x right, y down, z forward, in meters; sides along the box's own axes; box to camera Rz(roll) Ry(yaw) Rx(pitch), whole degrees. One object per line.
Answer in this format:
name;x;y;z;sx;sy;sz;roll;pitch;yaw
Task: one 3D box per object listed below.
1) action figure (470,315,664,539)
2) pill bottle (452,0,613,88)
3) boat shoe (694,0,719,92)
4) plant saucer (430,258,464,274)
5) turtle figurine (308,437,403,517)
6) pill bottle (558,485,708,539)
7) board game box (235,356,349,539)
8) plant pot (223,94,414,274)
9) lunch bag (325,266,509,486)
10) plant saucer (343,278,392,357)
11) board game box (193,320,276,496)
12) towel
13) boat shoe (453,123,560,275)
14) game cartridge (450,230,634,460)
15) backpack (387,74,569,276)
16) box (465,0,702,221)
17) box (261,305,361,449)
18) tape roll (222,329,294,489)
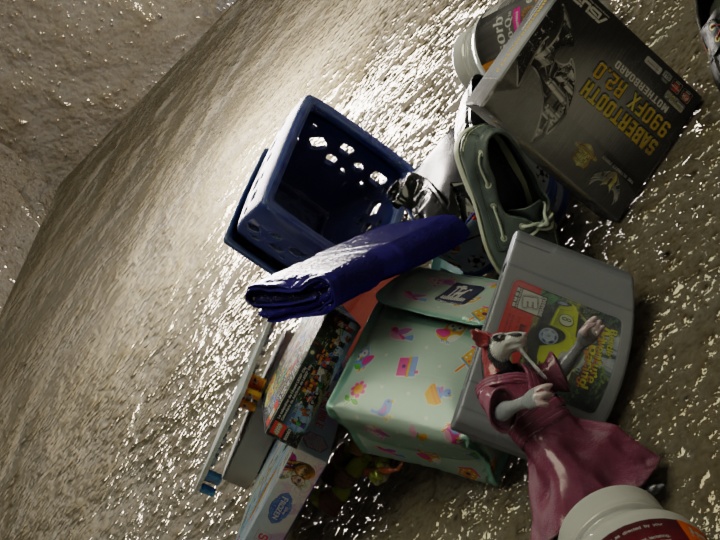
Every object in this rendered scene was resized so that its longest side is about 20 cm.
action figure;0.153;0.130;1.010;0.200;0.134;0.149;51;131;22
pill bottle;0.212;-0.291;1.524;0.200;0.116;0.117;-18;41;54
boat shoe;0.375;-0.240;1.221;0.074;0.063;0.202;-33;32;35
plant saucer;0.106;0.010;1.439;0.070;0.019;0.201;-33;31;41
turtle figurine;0.005;0.184;1.334;0.162;0.064;0.201;-51;31;25
pill bottle;0.206;0.237;0.822;0.113;0.113;0.200;-49;25;12
board game box;-0.077;0.216;1.343;0.201;0.041;0.200;-61;7;29
plant pot;-0.066;-0.086;1.680;0.180;0.199;0.201;-31;32;53
lunch bag;0.087;0.087;1.185;0.170;0.122;0.201;9;62;35
plant saucer;-0.001;0.081;1.500;0.200;0.037;0.200;-54;23;14
board game box;-0.137;0.146;1.470;0.200;0.026;0.201;-72;7;-52
towel;0.000;0.000;1.222;0.199;0.050;0.147;-26;12;-38
boat shoe;0.158;-0.054;1.210;0.073;0.201;0.062;-30;10;-19
game cartridge;0.172;0.073;1.087;0.041;0.132;0.201;117;174;-68
backpack;0.137;-0.084;1.343;0.200;0.154;0.191;-53;16;25
box;0.228;-0.172;1.228;0.159;0.200;0.048;-54;21;-3
box;-0.056;0.099;1.272;0.137;0.038;0.200;-62;7;0
tape roll;-0.117;0.172;1.507;0.203;0.037;0.204;-156;90;-86
